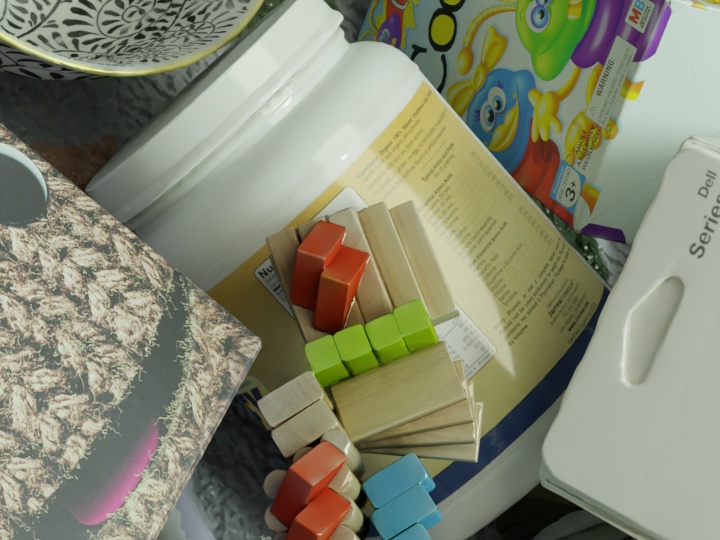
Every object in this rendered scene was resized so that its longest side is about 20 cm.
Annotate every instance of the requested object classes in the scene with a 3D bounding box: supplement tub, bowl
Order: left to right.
[{"bbox_3d":[-0.138,-0.151,1.118,0.200,0.094,0.202,17,58,-30],"label":"bowl"},{"bbox_3d":[0.000,0.000,1.115,0.200,0.144,0.144,48,49,-8],"label":"supplement tub"}]

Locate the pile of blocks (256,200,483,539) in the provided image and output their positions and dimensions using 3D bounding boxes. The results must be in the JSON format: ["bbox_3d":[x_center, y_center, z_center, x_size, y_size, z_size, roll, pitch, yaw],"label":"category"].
[{"bbox_3d":[-0.001,0.067,0.987,0.082,0.062,0.201,1,77,8],"label":"pile of blocks"}]

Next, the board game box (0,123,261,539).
[{"bbox_3d":[-0.160,0.034,0.943,0.200,0.097,0.160,39,50,-15],"label":"board game box"}]

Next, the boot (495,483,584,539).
[{"bbox_3d":[0.138,0.058,1.250,0.175,0.066,0.201,32,51,-32],"label":"boot"}]

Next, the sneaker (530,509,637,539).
[{"bbox_3d":[0.071,0.135,1.060,0.200,0.079,0.074,-24,92,-43],"label":"sneaker"}]

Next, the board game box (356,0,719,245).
[{"bbox_3d":[0.098,-0.094,1.192,0.103,0.105,0.200,10,19,-33],"label":"board game box"}]

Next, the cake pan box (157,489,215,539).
[{"bbox_3d":[-0.168,0.069,1.018,0.184,0.052,0.201,-26,85,-44],"label":"cake pan box"}]

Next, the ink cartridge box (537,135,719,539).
[{"bbox_3d":[0.167,0.030,1.087,0.084,0.147,0.200,28,14,24],"label":"ink cartridge box"}]
